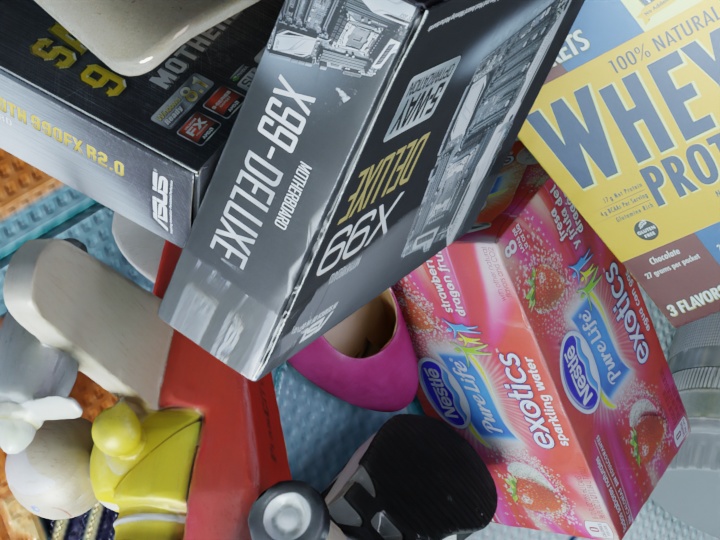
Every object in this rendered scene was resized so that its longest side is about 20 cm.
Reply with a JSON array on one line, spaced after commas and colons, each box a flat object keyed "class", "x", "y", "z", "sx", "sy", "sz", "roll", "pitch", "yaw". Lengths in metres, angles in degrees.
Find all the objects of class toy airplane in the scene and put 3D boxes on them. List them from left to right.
[{"class": "toy airplane", "x": -0.084, "y": 0.053, "z": 0.744, "sx": 0.199, "sy": 0.141, "sz": 0.200, "roll": -78, "pitch": 147, "yaw": -68}]

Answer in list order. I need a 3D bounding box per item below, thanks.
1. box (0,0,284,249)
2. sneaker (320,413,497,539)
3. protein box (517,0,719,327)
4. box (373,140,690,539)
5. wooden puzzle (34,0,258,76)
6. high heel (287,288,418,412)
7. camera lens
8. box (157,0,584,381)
[{"class": "box", "x": -0.074, "y": -0.118, "z": 0.719, "sx": 0.200, "sy": 0.158, "sz": 0.048, "roll": -50, "pitch": 162, "yaw": -35}, {"class": "sneaker", "x": -0.002, "y": 0.136, "z": 0.886, "sx": 0.074, "sy": 0.089, "sz": 0.200, "roll": 49, "pitch": 32, "yaw": 6}, {"class": "protein box", "x": 0.174, "y": -0.123, "z": 0.899, "sx": 0.199, "sy": 0.135, "sz": 0.200, "roll": 48, "pitch": 41, "yaw": -19}, {"class": "box", "x": 0.088, "y": 0.037, "z": 0.955, "sx": 0.095, "sy": 0.100, "sz": 0.200, "roll": -48, "pitch": 126, "yaw": -37}, {"class": "wooden puzzle", "x": -0.066, "y": -0.167, "z": 0.703, "sx": 0.200, "sy": 0.185, "sz": 0.046, "roll": -36, "pitch": 153, "yaw": -25}, {"class": "high heel", "x": 0.000, "y": 0.000, "z": 0.854, "sx": 0.067, "sy": 0.096, "sz": 0.200, "roll": -54, "pitch": 129, "yaw": -34}, {"class": "camera lens", "x": 0.273, "y": 0.063, "z": 1.127, "sx": 0.160, "sy": 0.160, "sz": 0.200, "roll": 41, "pitch": 62, "yaw": -42}, {"class": "box", "x": 0.016, "y": -0.062, "z": 0.694, "sx": 0.200, "sy": 0.050, "sz": 0.158, "roll": -33, "pitch": 152, "yaw": -58}]
